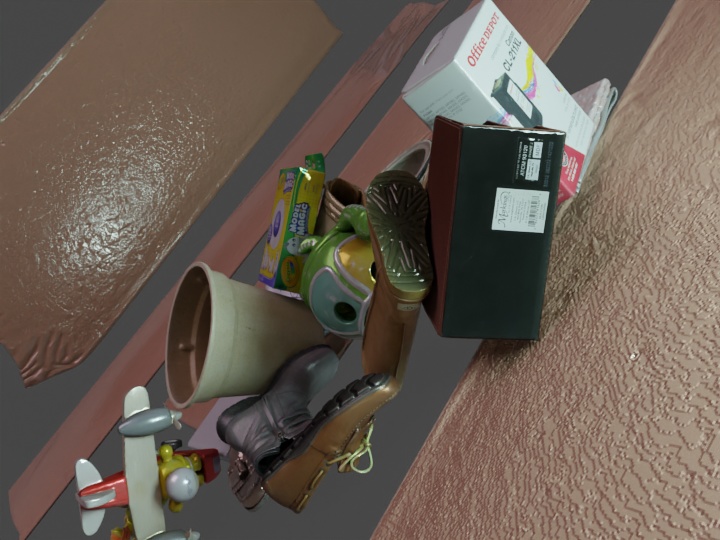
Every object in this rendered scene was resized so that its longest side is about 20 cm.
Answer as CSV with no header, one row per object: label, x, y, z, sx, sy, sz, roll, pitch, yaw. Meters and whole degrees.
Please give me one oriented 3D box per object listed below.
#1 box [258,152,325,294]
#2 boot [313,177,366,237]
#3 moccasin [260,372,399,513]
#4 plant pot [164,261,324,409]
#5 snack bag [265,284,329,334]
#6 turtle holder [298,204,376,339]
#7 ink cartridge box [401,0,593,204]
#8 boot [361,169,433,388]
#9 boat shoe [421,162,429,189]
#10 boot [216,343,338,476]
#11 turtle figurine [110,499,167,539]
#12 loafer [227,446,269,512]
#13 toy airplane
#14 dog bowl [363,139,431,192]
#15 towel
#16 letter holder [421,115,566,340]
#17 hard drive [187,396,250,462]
box,-0.098,-0.073,1.158,0.117,0.048,0.201,-166,89,-71
boot,-0.048,-0.070,1.188,0.200,0.072,0.156,-119,37,-54
moccasin,-0.025,0.192,0.875,0.202,0.078,0.074,-49,2,12
plant pot,-0.159,0.101,1.132,0.200,0.182,0.202,-28,58,56
snack bag,-0.084,0.033,1.296,0.200,0.021,0.189,-40,46,27
turtle holder,0.007,0.005,1.046,0.186,0.140,0.132,-60,42,17
ink cartridge box,0.157,-0.176,0.884,0.083,0.200,0.146,-28,26,44
boot,0.030,0.016,0.887,0.201,0.066,0.176,99,172,-53
boat shoe,0.106,-0.084,1.037,0.063,0.073,0.202,24,-93,-87
boot,-0.077,0.182,1.029,0.200,0.070,0.131,-39,33,-24
turtle figurine,-0.319,0.349,1.187,0.161,0.064,0.201,-49,-30,-37
loafer,-0.156,0.248,1.072,0.072,0.063,0.200,-47,17,8
toy airplane,-0.280,0.285,1.072,0.141,0.200,0.200,-7,44,39
dog bowl,0.067,-0.111,1.279,0.200,0.074,0.200,-43,18,17
towel,0.228,-0.141,1.025,0.191,0.032,0.201,-24,30,51
letter holder,0.122,-0.048,0.804,0.142,0.100,0.201,-117,30,-73
hard drive,-0.200,0.236,1.266,0.132,0.025,0.200,-56,19,-22
